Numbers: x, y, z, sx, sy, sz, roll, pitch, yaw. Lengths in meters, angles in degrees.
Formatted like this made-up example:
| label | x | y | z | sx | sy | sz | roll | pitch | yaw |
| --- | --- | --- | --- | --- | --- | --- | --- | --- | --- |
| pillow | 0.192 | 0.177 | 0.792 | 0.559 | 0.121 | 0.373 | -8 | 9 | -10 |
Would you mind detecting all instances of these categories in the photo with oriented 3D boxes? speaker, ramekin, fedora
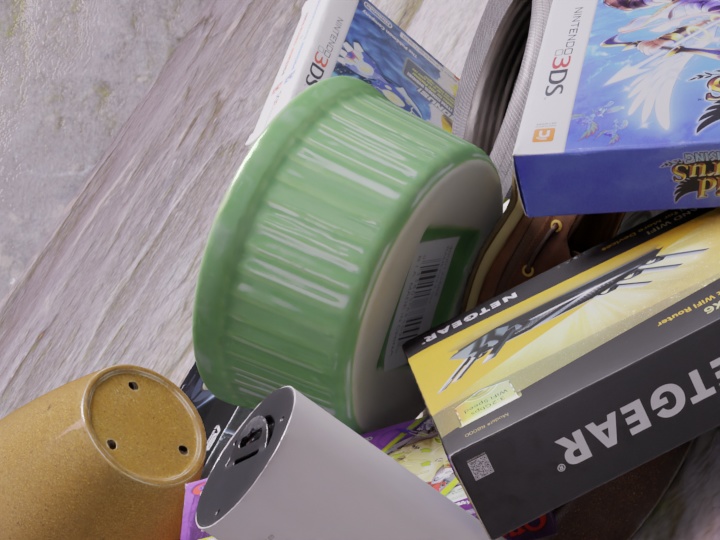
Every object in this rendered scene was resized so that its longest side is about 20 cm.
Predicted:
| label | x | y | z | sx | sy | sz | roll | pitch | yaw |
| --- | --- | --- | --- | --- | --- | --- | --- | --- | --- |
| speaker | 0.020 | 0.141 | 0.997 | 0.081 | 0.199 | 0.081 | -47 | 17 | 19 |
| ramekin | 0.000 | 0.000 | 1.184 | 0.200 | 0.097 | 0.201 | -46 | -31 | -39 |
| fedora | 0.126 | -0.112 | 1.384 | 0.200 | 0.089 | 0.178 | -95 | 23 | -65 |

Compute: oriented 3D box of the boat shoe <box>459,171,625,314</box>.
| label | x | y | z | sx | sy | sz | roll | pitch | yaw |
| --- | --- | --- | --- | --- | --- | --- | --- | --- | --- |
| boat shoe | 0.112 | -0.005 | 1.202 | 0.072 | 0.067 | 0.202 | -6 | -59 | -55 |

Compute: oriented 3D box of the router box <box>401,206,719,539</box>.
| label | x | y | z | sx | sy | sz | roll | pitch | yaw |
| --- | --- | --- | --- | --- | --- | --- | --- | --- | --- |
| router box | 0.128 | 0.039 | 1.040 | 0.199 | 0.053 | 0.157 | -27 | 19 | 1 |

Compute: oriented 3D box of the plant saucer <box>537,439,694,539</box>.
| label | x | y | z | sx | sy | sz | roll | pitch | yaw |
| --- | --- | --- | --- | --- | --- | --- | --- | --- | --- |
| plant saucer | 0.112 | 0.096 | 1.137 | 0.200 | 0.034 | 0.201 | -47 | 16 | 18 |

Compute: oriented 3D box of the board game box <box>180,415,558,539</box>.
| label | x | y | z | sx | sy | sz | roll | pitch | yaw |
| --- | --- | --- | --- | --- | --- | --- | --- | --- | --- |
| board game box | 0.001 | 0.125 | 1.098 | 0.198 | 0.033 | 0.120 | -16 | 28 | 6 |

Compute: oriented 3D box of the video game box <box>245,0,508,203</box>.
| label | x | y | z | sx | sy | sz | roll | pitch | yaw |
| --- | --- | --- | --- | --- | --- | --- | --- | --- | --- |
| video game box | 0.026 | -0.089 | 1.461 | 0.047 | 0.200 | 0.183 | -37 | 23 | 38 |

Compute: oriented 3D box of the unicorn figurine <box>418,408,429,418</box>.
| label | x | y | z | sx | sy | sz | roll | pitch | yaw |
| --- | --- | --- | --- | --- | --- | --- | --- | --- | --- |
| unicorn figurine | 0.022 | 0.133 | 1.267 | 0.138 | 0.073 | 0.200 | -62 | 1 | 3 |

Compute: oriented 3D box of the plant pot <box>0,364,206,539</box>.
| label | x | y | z | sx | sy | sz | roll | pitch | yaw |
| --- | --- | --- | --- | --- | --- | --- | --- | --- | --- |
| plant pot | -0.190 | 0.158 | 1.404 | 0.200 | 0.186 | 0.187 | -46 | 17 | 40 |

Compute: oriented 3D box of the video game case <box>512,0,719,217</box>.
| label | x | y | z | sx | sy | sz | roll | pitch | yaw |
| --- | --- | --- | --- | --- | --- | --- | --- | --- | --- |
| video game case | 0.193 | -0.106 | 1.112 | 0.198 | 0.046 | 0.182 | -3 | 40 | 18 |

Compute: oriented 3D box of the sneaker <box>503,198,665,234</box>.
| label | x | y | z | sx | sy | sz | roll | pitch | yaw |
| --- | --- | --- | --- | --- | --- | --- | --- | --- | --- |
| sneaker | 0.153 | -0.050 | 1.282 | 0.199 | 0.078 | 0.100 | -33 | 16 | 32 |

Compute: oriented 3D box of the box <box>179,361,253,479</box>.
| label | x | y | z | sx | sy | sz | roll | pitch | yaw |
| --- | --- | --- | --- | --- | --- | --- | --- | --- | --- |
| box | -0.076 | 0.109 | 1.542 | 0.201 | 0.086 | 0.163 | -60 | 18 | -23 |
